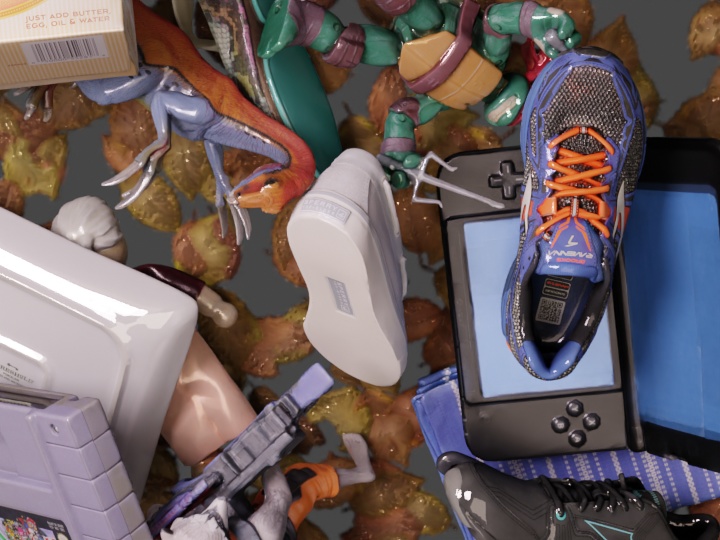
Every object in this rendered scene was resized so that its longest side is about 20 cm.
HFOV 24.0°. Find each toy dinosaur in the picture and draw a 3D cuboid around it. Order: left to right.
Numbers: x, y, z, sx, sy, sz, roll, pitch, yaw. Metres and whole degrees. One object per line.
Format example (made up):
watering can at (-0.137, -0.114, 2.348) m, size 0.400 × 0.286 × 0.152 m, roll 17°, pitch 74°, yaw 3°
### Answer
toy dinosaur at (-0.108, -0.102, 0.986) m, size 0.181 × 0.105 × 0.201 m, roll 9°, pitch 110°, yaw 25°

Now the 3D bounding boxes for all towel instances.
towel at (0.147, 0.110, 1.117) m, size 0.199 × 0.024 × 0.145 m, roll -18°, pitch 108°, yaw 9°

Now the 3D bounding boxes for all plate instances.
plate at (-0.218, 0.064, 1.083) m, size 0.199 × 0.032 × 0.201 m, roll 24°, pitch 121°, yaw 7°

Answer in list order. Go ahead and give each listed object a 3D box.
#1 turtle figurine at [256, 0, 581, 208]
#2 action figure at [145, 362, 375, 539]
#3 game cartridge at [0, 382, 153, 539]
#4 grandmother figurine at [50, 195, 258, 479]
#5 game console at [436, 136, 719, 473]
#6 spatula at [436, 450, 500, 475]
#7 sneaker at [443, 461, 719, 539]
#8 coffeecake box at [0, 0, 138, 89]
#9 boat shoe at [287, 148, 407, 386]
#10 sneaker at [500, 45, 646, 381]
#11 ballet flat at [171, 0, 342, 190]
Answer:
turtle figurine at (0.048, -0.119, 1.001) m, size 0.199 × 0.101 × 0.150 m, roll 28°, pitch 113°, yaw -25°
action figure at (-0.050, 0.152, 1.054) m, size 0.200 × 0.193 × 0.105 m, roll -46°, pitch 71°, yaw 23°
game cartridge at (-0.207, 0.130, 1.031) m, size 0.199 × 0.038 × 0.130 m, roll 3°, pitch 114°, yaw 45°
grandmother figurine at (-0.139, 0.043, 1.097) m, size 0.121 × 0.061 × 0.201 m, roll -31°, pitch 102°, yaw 0°
game console at (0.139, 0.024, 1.023) m, size 0.175 × 0.116 × 0.201 m, roll -6°, pitch 98°, yaw 6°
spatula at (0.129, 0.165, 1.114) m, size 0.199 × 0.021 × 0.057 m, roll 31°, pitch 116°, yaw -20°
sneaker at (0.140, 0.154, 1.059) m, size 0.199 × 0.076 × 0.079 m, roll 26°, pitch 112°, yaw -28°
coffeecake box at (-0.207, -0.202, 0.909) m, size 0.153 × 0.073 × 0.201 m, roll -7°, pitch 77°, yaw -3°
boat shoe at (0.000, 0.000, 1.040) m, size 0.072 × 0.069 × 0.200 m, roll 18°, pitch 151°, yaw 25°
sneaker at (0.122, -0.026, 0.952) m, size 0.075 × 0.079 × 0.201 m, roll 4°, pitch 110°, yaw 2°
ballet flat at (-0.072, -0.139, 1.029) m, size 0.071 × 0.069 × 0.201 m, roll -13°, pitch 104°, yaw 27°
